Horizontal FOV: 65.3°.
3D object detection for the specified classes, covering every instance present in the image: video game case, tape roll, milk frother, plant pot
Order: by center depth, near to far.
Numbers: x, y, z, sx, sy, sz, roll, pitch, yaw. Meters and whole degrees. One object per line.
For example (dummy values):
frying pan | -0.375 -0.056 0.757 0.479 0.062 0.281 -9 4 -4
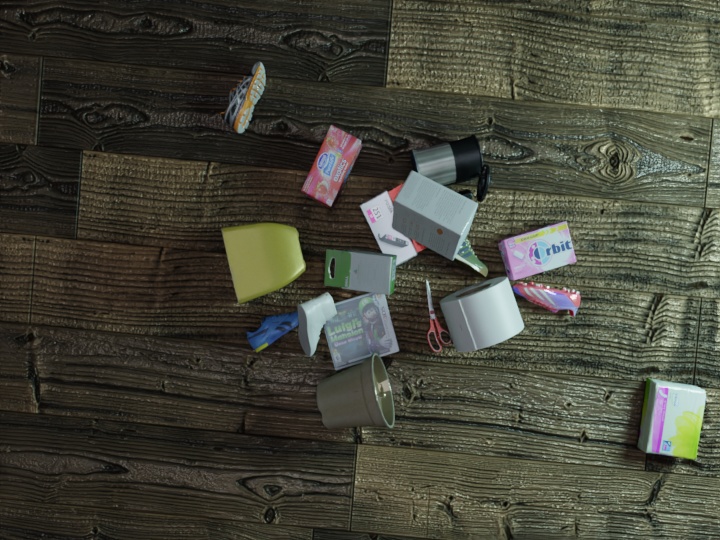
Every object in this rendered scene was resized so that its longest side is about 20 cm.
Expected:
milk frother | 0.245 -0.262 1.520 0.182 0.200 0.186 -13 95 1
tape roll | 0.328 0.118 1.525 0.198 0.203 0.143 -21 92 1
plant pot | -0.255 -0.032 1.536 0.194 0.194 0.202 -13 91 -8
plant pot | -0.019 0.349 1.549 0.178 0.200 0.206 -15 91 12
video game case | -0.004 0.170 1.615 0.194 0.023 0.187 -16 91 1

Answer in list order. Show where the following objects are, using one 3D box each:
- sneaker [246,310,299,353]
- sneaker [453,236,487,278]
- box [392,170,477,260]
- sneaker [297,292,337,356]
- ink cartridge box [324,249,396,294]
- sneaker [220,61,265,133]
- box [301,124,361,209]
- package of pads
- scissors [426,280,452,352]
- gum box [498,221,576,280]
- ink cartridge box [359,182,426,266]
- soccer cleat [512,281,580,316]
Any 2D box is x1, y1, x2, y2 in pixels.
sneaker | -0.234 0.151 1.595 0.197 0.066 0.080 -32 87 1
sneaker | 0.288 -0.066 1.587 0.197 0.067 0.092 29 82 -5
box | 0.193 -0.144 1.494 0.196 0.153 0.108 29 69 12
sneaker | -0.114 0.150 1.568 0.114 0.203 0.074 -27 53 -29
ink cartridge box | 0.000 0.000 1.578 0.194 0.059 0.107 7 99 16
sneaker | -0.329 -0.496 1.580 0.076 0.078 0.204 25 90 9
box | -0.080 -0.285 1.570 0.098 0.095 0.204 26 91 1
package of pads | 0.885 0.422 1.593 0.150 0.068 0.207 8 92 1
scissors | 0.203 0.135 1.618 0.072 0.014 0.205 -23 92 2
gum box | 0.493 -0.054 1.587 0.194 0.066 0.117 -17 92 1
ink cartridge box | 0.115 -0.134 1.600 0.170 0.044 0.204 -27 91 2
soccer cleat | 0.526 0.080 1.593 0.194 0.067 0.079 9 96 -3
